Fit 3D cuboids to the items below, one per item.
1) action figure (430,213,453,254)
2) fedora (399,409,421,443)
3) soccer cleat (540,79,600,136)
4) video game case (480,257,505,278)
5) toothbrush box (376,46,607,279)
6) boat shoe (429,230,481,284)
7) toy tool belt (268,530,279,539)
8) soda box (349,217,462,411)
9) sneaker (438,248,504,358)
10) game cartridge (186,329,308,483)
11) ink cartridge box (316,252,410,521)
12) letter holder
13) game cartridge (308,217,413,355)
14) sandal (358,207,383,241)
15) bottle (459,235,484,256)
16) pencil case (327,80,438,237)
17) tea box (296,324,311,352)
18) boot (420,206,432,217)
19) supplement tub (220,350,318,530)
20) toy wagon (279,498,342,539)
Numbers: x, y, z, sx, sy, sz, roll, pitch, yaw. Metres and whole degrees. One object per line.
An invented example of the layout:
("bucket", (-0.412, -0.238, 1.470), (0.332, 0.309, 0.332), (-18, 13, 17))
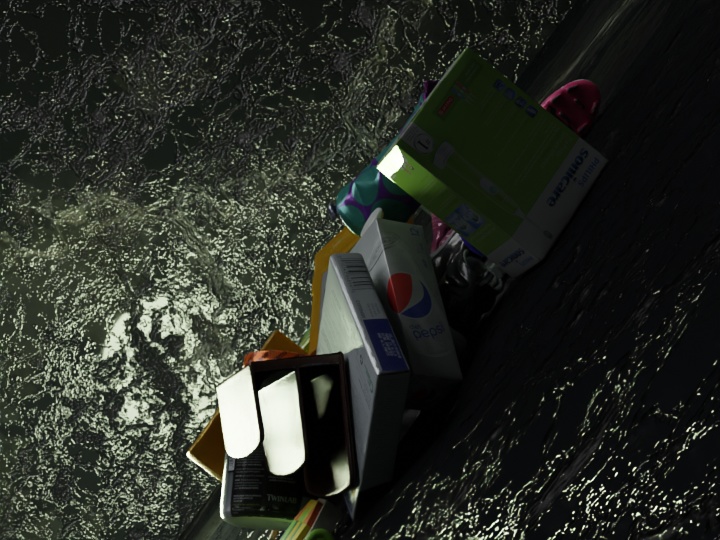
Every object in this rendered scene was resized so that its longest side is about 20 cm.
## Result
("action figure", (0.118, -0.072, 1.854), (0.134, 0.147, 0.202), (87, -175, -76))
("fedora", (0.006, 0.153, 1.586), (0.177, 0.090, 0.200), (-53, 3, 18))
("soccer cleat", (0.241, -0.169, 1.819), (0.201, 0.070, 0.086), (-53, 3, 9))
("video game case", (0.192, -0.049, 1.685), (0.201, 0.023, 0.182), (-54, 3, 10))
("toothbrush box", (0.141, -0.115, 1.487), (0.146, 0.199, 0.086), (-54, 3, -20))
("boat shoe", (0.139, -0.032, 1.707), (0.200, 0.057, 0.067), (-51, -34, -18))
("toy tool belt", (-0.128, 0.284, 1.845), (0.200, 0.123, 0.125), (-156, 66, -79))
("soda box", (0.046, 0.045, 1.464), (0.068, 0.063, 0.202), (-50, 42, 43))
("sneaker", (0.104, 0.039, 1.577), (0.114, 0.075, 0.200), (-53, 9, -6))
("game cartridge", (-0.096, 0.206, 1.750), (0.201, 0.176, 0.032), (-54, 4, -23))
("ink cartridge box", (-0.003, 0.119, 1.432), (0.197, 0.043, 0.202), (-113, 25, -50))
("letter holder", (-0.081, 0.175, 1.467), (0.200, 0.099, 0.144), (145, 119, -71))
("game cartridge", (0.000, 0.000, 1.744), (0.176, 0.032, 0.201), (-42, 30, 30))
("sandal", (0.011, 0.030, 1.597), (0.079, 0.059, 0.209), (-81, 6, -77))
("bottle", (0.122, -0.091, 1.651), (0.065, 0.084, 0.200), (-32, 30, 1))
("pencil case", (0.050, -0.121, 1.618), (0.085, 0.093, 0.200), (-2, -36, -46))
("tea box", (-0.013, 0.115, 1.920), (0.197, 0.133, 0.200), (-51, 3, 12))
("boot", (0.148, -0.129, 2.009), (0.204, 0.153, 0.074), (-50, 4, 47))
("supplement tub", (-0.101, 0.204, 1.650), (0.123, 0.121, 0.202), (134, 142, -68))
("toy wagon", (-0.088, 0.334, 1.471), (0.201, 0.039, 0.155), (-54, 3, -11))
